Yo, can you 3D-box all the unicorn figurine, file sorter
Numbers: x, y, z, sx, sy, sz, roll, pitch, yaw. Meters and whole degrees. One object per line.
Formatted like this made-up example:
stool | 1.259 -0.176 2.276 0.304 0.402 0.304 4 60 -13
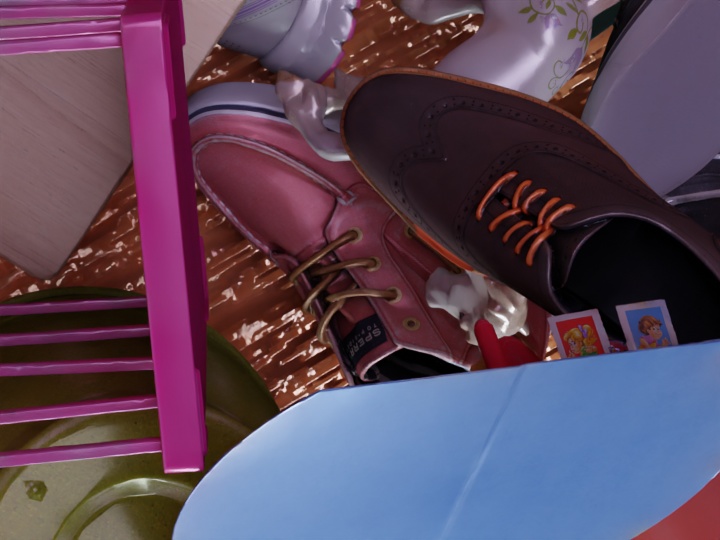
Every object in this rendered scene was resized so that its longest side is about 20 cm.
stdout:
unicorn figurine | 0.039 -0.061 0.786 0.137 0.074 0.201 31 96 26
file sorter | -0.120 -0.024 0.661 0.125 0.200 0.140 -4 103 -3

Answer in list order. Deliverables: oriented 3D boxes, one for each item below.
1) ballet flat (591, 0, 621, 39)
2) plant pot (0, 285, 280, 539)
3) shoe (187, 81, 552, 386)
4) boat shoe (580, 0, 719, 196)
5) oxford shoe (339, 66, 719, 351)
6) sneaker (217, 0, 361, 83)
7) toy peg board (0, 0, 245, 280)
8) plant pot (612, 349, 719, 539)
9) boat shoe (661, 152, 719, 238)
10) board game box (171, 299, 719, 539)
ballet flat | 0.128 -0.155 0.900 0.199 0.071 0.071 -28 97 -13
plant pot | -0.099 0.107 0.767 0.199 0.193 0.201 0 90 -15
shoe | 0.000 0.000 0.837 0.200 0.071 0.091 32 39 -16
boat shoe | 0.144 -0.119 0.798 0.068 0.057 0.200 15 118 -26
oxford shoe | 0.071 -0.021 0.699 0.200 0.073 0.071 31 94 20
sneaker | -0.037 -0.185 0.840 0.088 0.081 0.201 10 87 -17
toy peg board | -0.153 -0.138 0.782 0.200 0.098 0.199 34 96 -13
plant pot | 0.187 0.073 0.782 0.200 0.200 0.178 -35 91 -12
boat shoe | 0.144 -0.027 0.878 0.199 0.072 0.068 1 66 -26
board game box | 0.030 0.059 0.648 0.199 0.158 0.039 -6 57 -17
